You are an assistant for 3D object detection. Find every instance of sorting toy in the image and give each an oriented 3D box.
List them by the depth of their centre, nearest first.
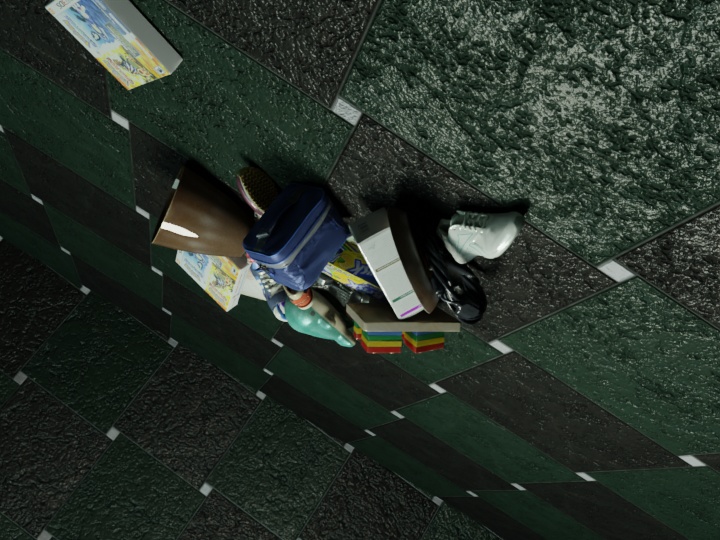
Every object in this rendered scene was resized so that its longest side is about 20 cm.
[{"bbox_3d":[0.082,0.120,1.467,0.196,0.071,0.200,1,-172,-12],"label":"sorting toy"}]

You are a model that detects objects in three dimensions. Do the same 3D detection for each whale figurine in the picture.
[{"bbox_3d":[-0.102,0.124,1.706,0.200,0.104,0.159,46,174,-22],"label":"whale figurine"}]

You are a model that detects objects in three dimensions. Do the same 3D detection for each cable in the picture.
[{"bbox_3d":[0.165,0.016,1.265,0.199,0.051,0.164,22,-142,-58],"label":"cable"}]

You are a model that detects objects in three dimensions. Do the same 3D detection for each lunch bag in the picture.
[{"bbox_3d":[-0.134,-0.068,1.386,0.135,0.201,0.133,14,150,45],"label":"lunch bag"}]

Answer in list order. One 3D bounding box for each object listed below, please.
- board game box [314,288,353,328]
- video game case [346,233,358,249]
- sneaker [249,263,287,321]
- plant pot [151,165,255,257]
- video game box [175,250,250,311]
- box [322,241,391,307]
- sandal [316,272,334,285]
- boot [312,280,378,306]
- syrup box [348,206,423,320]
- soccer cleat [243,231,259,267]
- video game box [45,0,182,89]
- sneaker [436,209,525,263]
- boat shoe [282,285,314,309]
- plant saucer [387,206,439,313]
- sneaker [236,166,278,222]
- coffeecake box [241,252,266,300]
[{"bbox_3d":[-0.099,0.070,1.790,0.200,0.029,0.134,48,155,-5],"label":"board game box"},{"bbox_3d":[0.044,-0.036,1.468,0.143,0.018,0.200,37,156,-16],"label":"video game case"},{"bbox_3d":[-0.206,0.039,1.761,0.147,0.080,0.201,48,159,41],"label":"sneaker"},{"bbox_3d":[-0.348,-0.112,1.623,0.198,0.189,0.187,23,161,-19],"label":"plant pot"},{"bbox_3d":[-0.372,-0.023,1.773,0.200,0.047,0.183,42,141,12],"label":"video game box"},{"bbox_3d":[0.000,0.000,1.489,0.198,0.065,0.070,26,157,11],"label":"box"},{"bbox_3d":[-0.120,-0.019,1.591,0.200,0.075,0.043,39,129,40],"label":"sandal"},{"bbox_3d":[-0.029,0.063,1.682,0.156,0.080,0.212,20,151,17],"label":"boot"},{"bbox_3d":[0.060,-0.010,1.343,0.201,0.081,0.079,61,-177,-33],"label":"syrup box"},{"bbox_3d":[-0.219,-0.065,1.571,0.066,0.077,0.200,21,162,-3],"label":"soccer cleat"},{"bbox_3d":[-0.432,-0.416,1.240,0.181,0.047,0.200,6,147,50],"label":"video game box"},{"bbox_3d":[0.190,-0.063,1.166,0.080,0.071,0.200,40,156,-15],"label":"sneaker"},{"bbox_3d":[-0.161,0.000,1.627,0.063,0.071,0.201,45,-164,-50],"label":"boat shoe"},{"bbox_3d":[0.100,-0.024,1.256,0.032,0.202,0.201,-21,138,12],"label":"plant saucer"},{"bbox_3d":[-0.204,-0.136,1.494,0.089,0.075,0.200,-2,140,45],"label":"sneaker"},{"bbox_3d":[-0.310,-0.011,1.882,0.152,0.074,0.200,12,151,38],"label":"coffeecake box"}]
